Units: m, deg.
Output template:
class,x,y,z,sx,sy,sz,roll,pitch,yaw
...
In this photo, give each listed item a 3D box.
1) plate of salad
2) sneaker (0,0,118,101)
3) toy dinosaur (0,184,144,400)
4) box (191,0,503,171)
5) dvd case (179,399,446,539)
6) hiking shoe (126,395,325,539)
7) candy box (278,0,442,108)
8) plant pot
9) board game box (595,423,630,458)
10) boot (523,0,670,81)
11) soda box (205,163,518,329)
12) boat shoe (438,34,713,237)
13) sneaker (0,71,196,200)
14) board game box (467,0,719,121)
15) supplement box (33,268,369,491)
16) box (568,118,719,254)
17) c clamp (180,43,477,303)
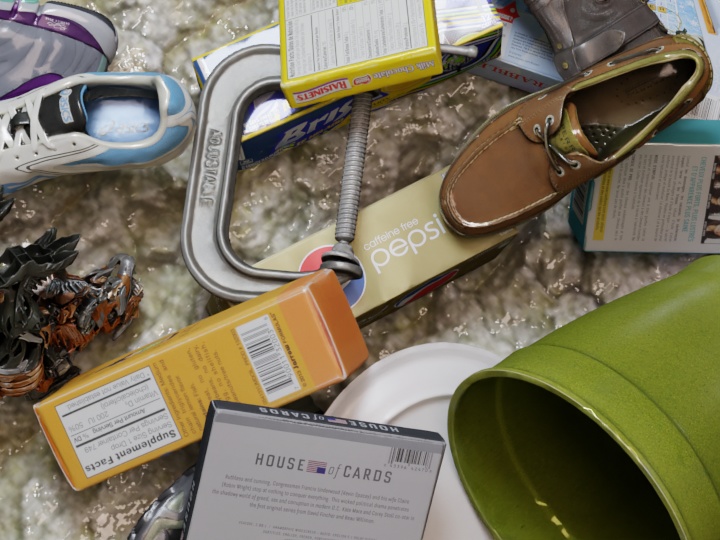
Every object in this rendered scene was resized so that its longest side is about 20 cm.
class,x,y,z,sx,sy,sz,roll,pitch,yaw
plate of salad,0.042,0.144,1.575,0.199,0.048,0.202,-5,99,-28
sneaker,-0.261,-0.145,1.600,0.199,0.074,0.088,13,78,-8
toy dinosaur,-0.216,0.034,1.524,0.102,0.136,0.200,14,37,20
box,-0.008,-0.142,1.628,0.199,0.064,0.070,-24,76,-3
dvd case,-0.041,0.185,1.507,0.149,0.025,0.201,9,105,-16
hiking shoe,-0.076,0.164,1.546,0.101,0.076,0.200,44,68,4
candy box,-0.003,-0.188,1.589,0.102,0.026,0.201,-14,44,10
plant pot,0.192,0.094,1.524,0.193,0.200,0.201,-37,84,-29
board game box,0.269,0.117,1.642,0.200,0.045,0.152,43,72,2
boot,0.171,-0.191,1.651,0.200,0.069,0.175,-40,95,-34
soda box,0.000,0.000,1.611,0.199,0.068,0.064,-27,82,-16
boat shoe,0.132,-0.089,1.555,0.199,0.068,0.072,-36,91,7
sneaker,-0.204,-0.090,1.552,0.199,0.073,0.072,-12,63,1
board game box,0.186,-0.206,1.715,0.199,0.041,0.201,18,73,-5
supplement box,-0.099,0.068,1.524,0.199,0.067,0.069,-21,95,17
box,0.246,-0.057,1.663,0.198,0.049,0.083,1,116,-11
c clamp,-0.028,-0.069,1.564,0.170,0.027,0.201,12,77,5
